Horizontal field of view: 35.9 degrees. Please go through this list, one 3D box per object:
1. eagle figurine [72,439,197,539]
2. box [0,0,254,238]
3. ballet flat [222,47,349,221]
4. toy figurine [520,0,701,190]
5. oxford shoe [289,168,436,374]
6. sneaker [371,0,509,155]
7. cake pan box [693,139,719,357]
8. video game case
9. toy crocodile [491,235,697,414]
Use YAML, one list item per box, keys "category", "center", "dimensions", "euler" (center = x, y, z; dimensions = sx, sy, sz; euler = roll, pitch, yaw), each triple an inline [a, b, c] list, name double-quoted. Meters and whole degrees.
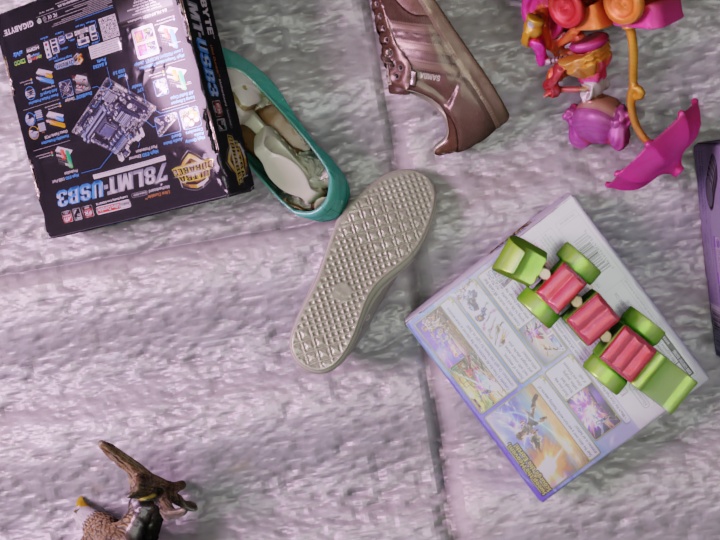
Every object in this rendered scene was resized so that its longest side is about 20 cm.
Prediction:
- category: "eagle figurine"
  center: [-0.236, 0.258, 0.978]
  dimensions: [0.152, 0.151, 0.200]
  euler: [41, 86, -11]
- category: "box"
  center: [-0.202, -0.142, 0.937]
  dimensions: [0.199, 0.050, 0.200]
  euler: [-11, 97, 28]
- category: "ballet flat"
  center: [-0.086, -0.121, 0.953]
  dimensions: [0.067, 0.070, 0.200]
  euler: [-44, 91, 10]
- category: "toy figurine"
  center: [0.200, -0.157, 0.908]
  dimensions: [0.150, 0.199, 0.185]
  euler: [-30, 116, -35]
- category: "oxford shoe"
  center: [0.000, 0.000, 0.971]
  dimensions: [0.075, 0.058, 0.201]
  euler: [29, 82, 7]
- category: "sneaker"
  center: [0.043, -0.189, 0.939]
  dimensions: [0.075, 0.070, 0.201]
  euler: [-36, 92, 7]
- category: "cake pan box"
  center: [0.320, -0.006, 0.883]
  dimensions: [0.052, 0.184, 0.202]
  euler: [-7, 94, 4]
- category: "video game case"
  center: [0.169, 0.067, 0.969]
  dimensions: [0.181, 0.045, 0.200]
  euler: [-37, 92, 5]
- category: "toy crocodile"
  center: [0.192, 0.042, 0.912]
  dimensions: [0.200, 0.062, 0.068]
  euler: [43, 96, -2]
